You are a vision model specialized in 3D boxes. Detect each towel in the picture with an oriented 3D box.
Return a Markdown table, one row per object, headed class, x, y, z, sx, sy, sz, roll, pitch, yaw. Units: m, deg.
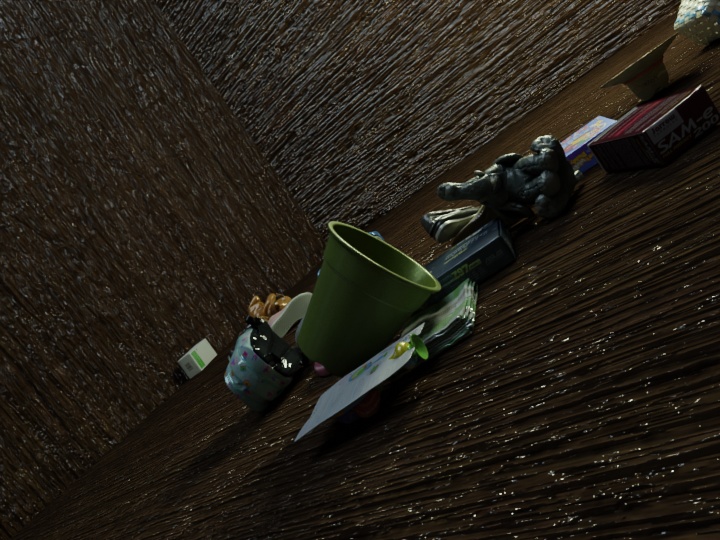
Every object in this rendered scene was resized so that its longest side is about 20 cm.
| class | x | y | z | sx | sy | sz | roll | pitch | yaw |
| --- | --- | --- | --- | --- | --- | --- | --- | --- | --- |
| towel | 0.105 | 0.079 | 0.936 | 0.148 | 0.031 | 0.200 | -35 | 7 | 19 |

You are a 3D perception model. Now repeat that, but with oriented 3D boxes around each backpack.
| class | x | y | z | sx | sy | sz | roll | pitch | yaw |
| --- | --- | --- | --- | --- | --- | --- | --- | --- | --- |
| backpack | -0.200 | 0.198 | 1.317 | 0.128 | 0.165 | 0.200 | -55 | 8 | 6 |

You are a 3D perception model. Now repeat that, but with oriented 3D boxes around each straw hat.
| class | x | y | z | sx | sy | sz | roll | pitch | yaw |
| --- | --- | --- | --- | --- | --- | --- | --- | --- | --- |
| straw hat | 0.618 | -0.416 | 1.373 | 0.199 | 0.086 | 0.201 | -34 | 1 | 1 |

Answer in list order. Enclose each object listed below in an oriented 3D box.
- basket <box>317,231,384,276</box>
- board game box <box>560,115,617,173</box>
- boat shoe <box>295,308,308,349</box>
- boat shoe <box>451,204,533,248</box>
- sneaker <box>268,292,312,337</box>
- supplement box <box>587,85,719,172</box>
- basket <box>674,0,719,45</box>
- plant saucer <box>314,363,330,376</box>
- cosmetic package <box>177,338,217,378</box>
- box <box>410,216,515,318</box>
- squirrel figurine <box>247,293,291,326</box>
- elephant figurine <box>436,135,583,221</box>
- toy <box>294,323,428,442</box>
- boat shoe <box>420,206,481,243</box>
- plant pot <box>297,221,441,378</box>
| class | x | y | z | sx | sy | sz | roll | pitch | yaw |
| --- | --- | --- | --- | --- | --- | --- | --- | --- | --- |
| basket | 0.000 | 0.000 | 1.435 | 0.175 | 0.140 | 0.200 | -36 | 36 | -2 |
| board game box | 0.448 | -0.246 | 1.278 | 0.134 | 0.045 | 0.200 | -35 | 7 | 19 |
| boat shoe | -0.091 | 0.131 | 1.403 | 0.069 | 0.072 | 0.203 | -8 | -40 | -31 |
| boat shoe | 0.251 | -0.100 | 1.210 | 0.199 | 0.074 | 0.063 | -40 | -1 | 8 |
| sneaker | -0.239 | 0.148 | 2.137 | 0.200 | 0.076 | 0.104 | -44 | 14 | -20 |
| supplement box | 0.444 | -0.211 | 0.982 | 0.108 | 0.061 | 0.200 | -38 | 5 | 2 |
| basket | 0.809 | -0.621 | 1.426 | 0.176 | 0.137 | 0.203 | -97 | 30 | -82 |
| plant saucer | -0.015 | 0.119 | 1.224 | 0.199 | 0.051 | 0.201 | -37 | 7 | 5 |
| cosmetic package | -0.785 | 0.423 | 3.075 | 0.084 | 0.108 | 0.200 | -34 | 8 | 17 |
| box | 0.168 | -0.005 | 1.088 | 0.199 | 0.051 | 0.158 | -35 | 7 | 19 |
| squirrel figurine | -0.324 | 0.176 | 2.309 | 0.185 | 0.142 | 0.201 | -16 | 33 | 43 |
| elephant figurine | 0.261 | -0.151 | 1.116 | 0.197 | 0.156 | 0.143 | -10 | 43 | 39 |
| toy | 0.010 | 0.156 | 0.827 | 0.200 | 0.047 | 0.115 | -42 | 4 | 24 |
| boat shoe | 0.196 | -0.100 | 1.262 | 0.198 | 0.057 | 0.068 | -13 | -44 | -46 |
| plant pot | -0.004 | 0.058 | 0.989 | 0.192 | 0.198 | 0.200 | -62 | 1 | 13 |
